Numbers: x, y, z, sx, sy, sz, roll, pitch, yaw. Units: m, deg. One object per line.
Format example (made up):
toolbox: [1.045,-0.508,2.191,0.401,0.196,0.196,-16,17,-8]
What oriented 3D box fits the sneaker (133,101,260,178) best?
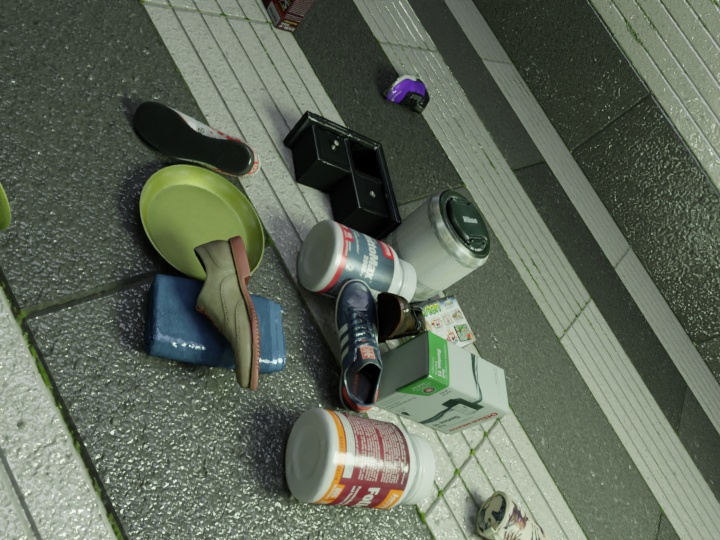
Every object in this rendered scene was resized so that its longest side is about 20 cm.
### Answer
sneaker: [-0.255,-0.202,0.843,0.196,0.069,0.108,22,6,-1]

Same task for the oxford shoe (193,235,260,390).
oxford shoe: [-0.172,0.057,0.672,0.073,0.071,0.205,-8,68,-19]

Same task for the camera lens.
camera lens: [0.143,-0.046,1.028,0.157,0.199,0.164,26,46,-30]

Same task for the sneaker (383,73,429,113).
sneaker: [0.142,-0.484,1.454,0.101,0.069,0.199,56,39,-1]

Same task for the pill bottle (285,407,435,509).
pill bottle: [0.004,0.265,0.725,0.197,0.114,0.117,22,48,-34]

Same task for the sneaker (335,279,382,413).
sneaker: [0.003,0.114,0.799,0.073,0.084,0.207,-2,84,-15]

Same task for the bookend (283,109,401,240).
bookend: [-0.037,-0.176,1.022,0.196,0.092,0.204,14,54,-39]

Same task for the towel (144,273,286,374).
towel: [-0.192,0.078,0.709,0.197,0.048,0.114,19,50,-38]

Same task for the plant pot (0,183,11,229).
plant pot: [-0.459,-0.065,0.449,0.200,0.199,0.191,45,52,-10]

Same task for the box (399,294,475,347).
box: [0.150,0.119,1.047,0.197,0.035,0.112,-10,70,-49]

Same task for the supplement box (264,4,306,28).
supplement box: [-0.141,-0.659,1.179,0.060,0.199,0.111,-12,70,-47]

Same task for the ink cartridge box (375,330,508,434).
ink cartridge box: [0.135,0.197,0.886,0.197,0.146,0.085,27,47,-28]

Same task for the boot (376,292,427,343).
boot: [0.074,0.072,0.855,0.094,0.200,0.077,-8,77,-13]

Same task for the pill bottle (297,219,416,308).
pill bottle: [0.000,0.000,0.911,0.197,0.119,0.123,20,49,-36]

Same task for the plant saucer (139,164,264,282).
plant saucer: [-0.236,-0.065,0.782,0.197,0.031,0.204,26,46,-30]

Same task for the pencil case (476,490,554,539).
pencil case: [0.281,0.469,0.894,0.200,0.077,0.090,45,25,-13]
